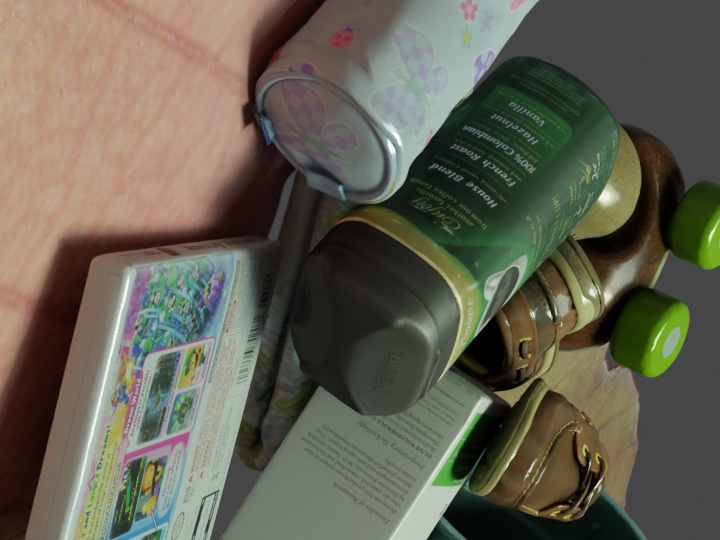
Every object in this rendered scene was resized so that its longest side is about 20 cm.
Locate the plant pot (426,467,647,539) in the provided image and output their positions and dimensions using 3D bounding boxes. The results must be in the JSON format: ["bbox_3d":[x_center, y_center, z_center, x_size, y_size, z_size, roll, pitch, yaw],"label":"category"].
[{"bbox_3d":[0.056,0.222,1.146,0.196,0.200,0.200,-56,163,20],"label":"plant pot"}]

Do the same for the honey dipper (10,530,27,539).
[{"bbox_3d":[-0.155,0.129,0.820,0.200,0.038,0.038,-21,135,-64],"label":"honey dipper"}]

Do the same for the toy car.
[{"bbox_3d":[0.125,-0.041,1.132,0.158,0.164,0.200,-62,151,-3],"label":"toy car"}]

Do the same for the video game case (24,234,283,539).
[{"bbox_3d":[-0.101,0.084,0.857,0.182,0.024,0.200,-12,118,-70],"label":"video game case"}]

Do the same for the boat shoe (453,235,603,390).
[{"bbox_3d":[0.081,0.034,1.087,0.068,0.072,0.200,-27,169,-18],"label":"boat shoe"}]

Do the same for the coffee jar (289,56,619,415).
[{"bbox_3d":[0.048,-0.018,0.928,0.200,0.085,0.104,-45,163,-35],"label":"coffee jar"}]

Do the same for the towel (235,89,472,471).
[{"bbox_3d":[0.000,0.000,1.026,0.171,0.048,0.200,-30,142,-51],"label":"towel"}]

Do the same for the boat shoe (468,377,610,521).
[{"bbox_3d":[0.112,0.108,1.036,0.072,0.068,0.200,-58,169,5],"label":"boat shoe"}]

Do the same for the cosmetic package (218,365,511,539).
[{"bbox_3d":[-0.010,0.134,0.995,0.200,0.085,0.108,-59,165,3],"label":"cosmetic package"}]

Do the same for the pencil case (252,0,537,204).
[{"bbox_3d":[0.034,-0.123,0.893,0.200,0.083,0.091,-52,142,-29],"label":"pencil case"}]

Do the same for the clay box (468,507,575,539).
[{"bbox_3d":[0.081,0.204,1.253,0.115,0.200,0.048,-67,162,10],"label":"clay box"}]
